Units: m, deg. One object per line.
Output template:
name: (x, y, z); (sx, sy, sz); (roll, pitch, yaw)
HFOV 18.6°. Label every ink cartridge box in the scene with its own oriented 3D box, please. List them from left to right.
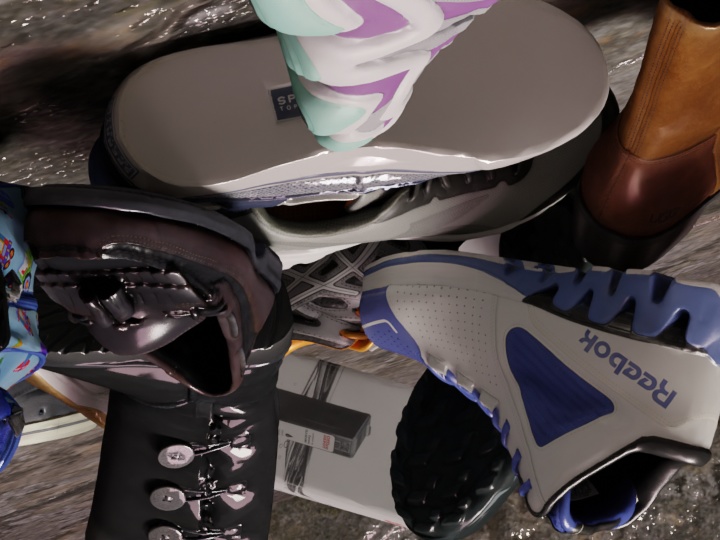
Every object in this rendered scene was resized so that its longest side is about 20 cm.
ink cartridge box: (-0.037, 0.098, 1.376); (0.200, 0.084, 0.144); (17, 174, 7)

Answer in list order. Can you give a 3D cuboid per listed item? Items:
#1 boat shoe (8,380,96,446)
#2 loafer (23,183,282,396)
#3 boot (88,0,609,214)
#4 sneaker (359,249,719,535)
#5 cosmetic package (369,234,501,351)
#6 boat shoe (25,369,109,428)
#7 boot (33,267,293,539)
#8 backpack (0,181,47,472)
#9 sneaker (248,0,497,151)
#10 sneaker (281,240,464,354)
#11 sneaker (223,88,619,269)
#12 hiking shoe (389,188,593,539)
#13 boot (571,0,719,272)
boat shoe: (-0.226, 0.070, 1.195); (0.075, 0.062, 0.200); (9, -166, 44)
loafer: (-0.075, 0.011, 0.847); (0.072, 0.063, 0.200); (4, 173, 15)
boot: (-0.008, -0.062, 0.865); (0.200, 0.073, 0.090); (-6, 173, -16)
sneaker: (0.078, 0.055, 0.967); (0.199, 0.115, 0.080); (4, 172, 41)
cosmetic package: (0.058, -0.019, 1.214); (0.082, 0.051, 0.200); (-34, 179, -28)
boat shoe: (-0.148, 0.033, 1.149); (0.069, 0.071, 0.200); (-57, 155, -5)
boot: (-0.119, 0.072, 1.070); (0.164, 0.066, 0.200); (10, 144, 0)
backpack: (-0.200, 0.029, 0.804); (0.182, 0.135, 0.200); (-20, 174, 13)
sneaker: (0.037, -0.100, 0.670); (0.140, 0.078, 0.200); (-18, 171, 3)
sneaker: (0.000, 0.000, 1.083); (0.200, 0.077, 0.078); (-25, 167, 25)
sneaker: (0.025, -0.044, 0.954); (0.200, 0.074, 0.079); (-15, -179, -16)
hiking shoe: (0.086, 0.050, 1.076); (0.074, 0.200, 0.087); (20, 165, 34)
boot: (0.164, -0.110, 0.924); (0.188, 0.068, 0.200); (-37, 159, -24)
